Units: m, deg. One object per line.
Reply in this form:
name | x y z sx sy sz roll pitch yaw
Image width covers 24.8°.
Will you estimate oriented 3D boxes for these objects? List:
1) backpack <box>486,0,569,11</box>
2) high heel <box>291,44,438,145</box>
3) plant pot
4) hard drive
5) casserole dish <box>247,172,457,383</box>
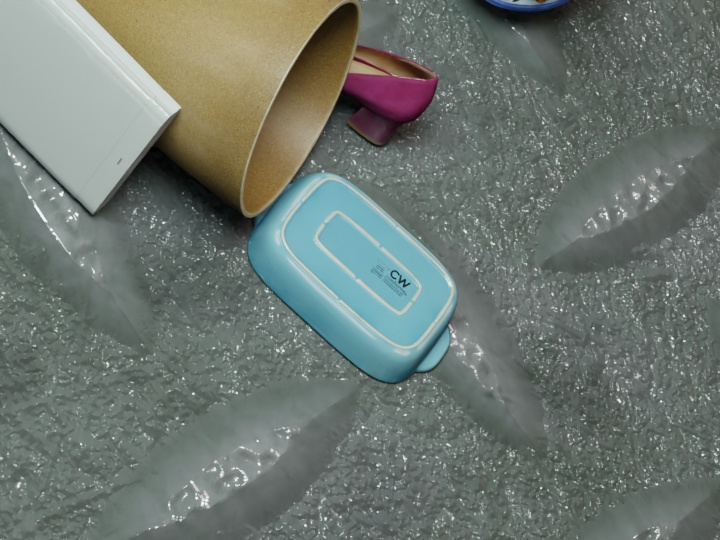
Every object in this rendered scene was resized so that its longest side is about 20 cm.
backpack | 0.142 -0.329 1.474 0.198 0.154 0.192 -18 71 -21
high heel | -0.028 -0.191 1.365 0.199 0.096 0.068 33 51 -11
plant pot | -0.129 -0.170 1.278 0.199 0.187 0.187 28 59 8
hard drive | -0.239 -0.152 1.233 0.200 0.132 0.026 45 42 -2
casserole dish | 0.000 0.000 1.337 0.200 0.039 0.121 42 59 -5
